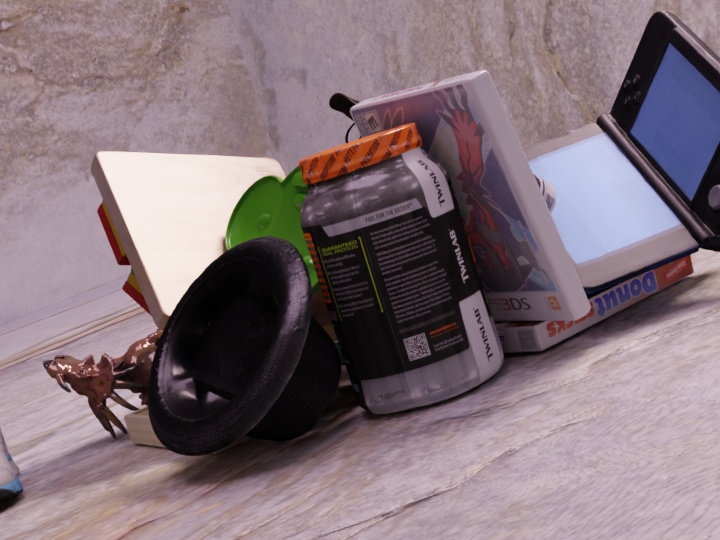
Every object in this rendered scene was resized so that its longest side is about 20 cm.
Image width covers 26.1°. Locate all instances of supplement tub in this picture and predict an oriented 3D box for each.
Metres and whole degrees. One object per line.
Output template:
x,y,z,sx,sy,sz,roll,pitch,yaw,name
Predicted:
0.027,-0.003,1.192,0.121,0.202,0.123,-17,7,2,supplement tub

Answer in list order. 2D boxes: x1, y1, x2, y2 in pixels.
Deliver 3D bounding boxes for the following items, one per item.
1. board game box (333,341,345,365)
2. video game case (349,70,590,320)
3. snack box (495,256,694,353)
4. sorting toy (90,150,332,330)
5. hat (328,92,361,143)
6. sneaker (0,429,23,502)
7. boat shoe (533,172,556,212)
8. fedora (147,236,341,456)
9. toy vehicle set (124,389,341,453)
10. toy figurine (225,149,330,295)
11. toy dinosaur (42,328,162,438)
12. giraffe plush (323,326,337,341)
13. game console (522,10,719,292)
-0.060,0.073,1.336,0.198,0.024,0.104,-6,-1,39,board game box
0.082,-0.051,1.225,0.023,0.202,0.182,-31,13,-27,video game case
0.189,0.025,1.293,0.199,0.025,0.072,-23,9,-37,snack box
-0.137,-0.012,1.434,0.198,0.200,0.070,0,-42,-36,sorting toy
0.039,-0.090,1.479,0.199,0.082,0.201,26,-4,2,hat
-0.346,0.163,1.374,0.074,0.088,0.200,-18,7,-13,sneaker
0.078,-0.078,1.301,0.072,0.068,0.199,-57,33,-6,boat shoe
-0.079,0.072,1.207,0.200,0.091,0.202,-35,36,31,fedora
-0.115,0.119,1.351,0.123,0.027,0.199,-21,7,-27,toy vehicle set
0.000,0.000,1.378,0.183,0.152,0.199,30,-9,-33,toy figurine
-0.187,0.101,1.482,0.197,0.087,0.136,-11,9,16,toy dinosaur
-0.003,0.009,1.575,0.161,0.173,0.201,-10,-36,-43,giraffe plush
0.213,-0.100,1.247,0.117,0.172,0.201,5,32,-25,game console
